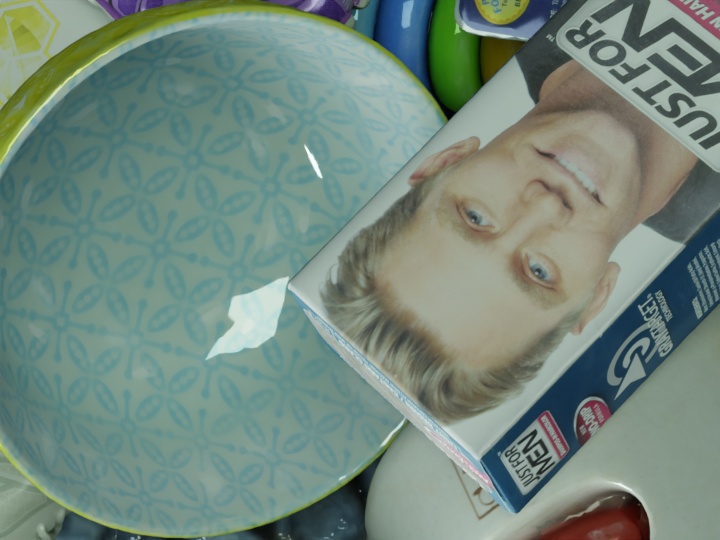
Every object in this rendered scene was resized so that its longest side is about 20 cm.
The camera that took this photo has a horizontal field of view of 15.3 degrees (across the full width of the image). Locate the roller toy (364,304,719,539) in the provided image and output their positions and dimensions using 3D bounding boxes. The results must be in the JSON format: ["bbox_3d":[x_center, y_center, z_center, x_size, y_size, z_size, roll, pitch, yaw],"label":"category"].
[{"bbox_3d":[0.101,0.097,1.003,0.182,0.200,0.140,-15,62,-20],"label":"roller toy"}]

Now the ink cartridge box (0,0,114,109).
[{"bbox_3d":[-0.151,-0.102,1.090,0.145,0.048,0.200,-29,69,-5],"label":"ink cartridge box"}]

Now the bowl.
[{"bbox_3d":[-0.068,-0.012,0.988,0.199,0.108,0.201,-9,112,-24],"label":"bowl"}]

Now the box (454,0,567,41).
[{"bbox_3d":[0.141,-0.126,1.006,0.199,0.032,0.122,10,77,2],"label":"box"}]

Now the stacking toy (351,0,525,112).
[{"bbox_3d":[0.049,-0.093,1.064,0.199,0.085,0.086,11,80,22],"label":"stacking toy"}]

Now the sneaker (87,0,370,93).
[{"bbox_3d":[-0.090,-0.137,1.026,0.199,0.083,0.081,27,74,16],"label":"sneaker"}]

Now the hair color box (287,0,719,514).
[{"bbox_3d":[0.082,-0.025,0.928,0.200,0.061,0.100,-46,63,-6],"label":"hair color box"}]

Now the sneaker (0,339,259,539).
[{"bbox_3d":[-0.126,0.072,1.077,0.199,0.075,0.081,-12,89,5],"label":"sneaker"}]
